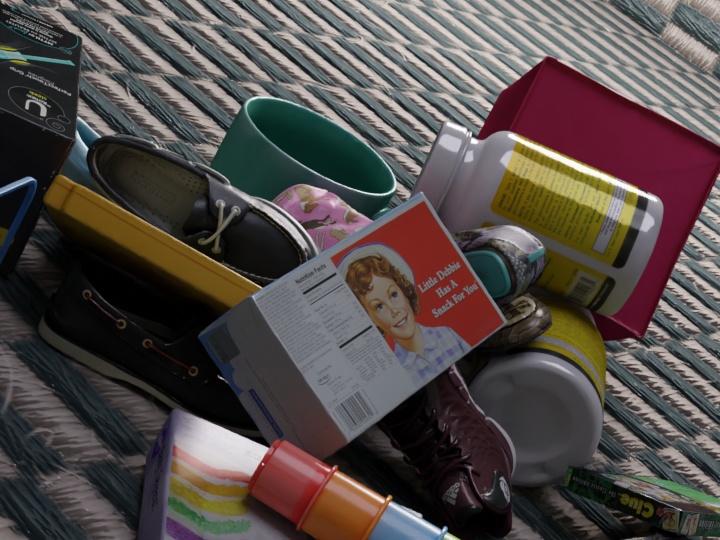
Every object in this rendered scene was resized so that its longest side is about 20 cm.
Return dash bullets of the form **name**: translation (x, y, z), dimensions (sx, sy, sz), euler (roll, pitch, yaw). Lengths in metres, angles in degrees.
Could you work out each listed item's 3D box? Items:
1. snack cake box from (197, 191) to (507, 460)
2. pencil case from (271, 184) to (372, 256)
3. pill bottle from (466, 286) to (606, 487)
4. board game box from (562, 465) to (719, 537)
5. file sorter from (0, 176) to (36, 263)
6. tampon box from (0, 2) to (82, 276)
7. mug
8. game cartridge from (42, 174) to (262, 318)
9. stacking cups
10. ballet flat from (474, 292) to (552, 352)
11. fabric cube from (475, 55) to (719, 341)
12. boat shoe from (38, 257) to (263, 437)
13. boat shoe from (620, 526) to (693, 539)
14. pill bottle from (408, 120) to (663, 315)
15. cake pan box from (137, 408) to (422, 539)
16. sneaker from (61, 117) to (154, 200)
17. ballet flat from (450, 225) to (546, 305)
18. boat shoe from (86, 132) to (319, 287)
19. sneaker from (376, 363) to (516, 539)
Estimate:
- **snack cake box**: translation (-0.001, 0.039, 1.216), dimensions (0.200, 0.067, 0.115), euler (-32, 87, -47)
- **pencil case**: translation (0.000, 0.000, 1.404), dimensions (0.086, 0.083, 0.200), euler (-20, 34, -36)
- **pill bottle**: translation (0.148, 0.090, 1.496), dimensions (0.114, 0.114, 0.200), euler (30, 22, -2)
- **board game box**: translation (0.253, 0.190, 1.443), dimensions (0.105, 0.023, 0.200), euler (16, 0, 35)
- **file sorter**: translation (-0.335, -0.051, 1.168), dimensions (0.200, 0.123, 0.139), euler (33, 21, 7)
- **tampon box**: translation (-0.303, -0.116, 1.345), dimensions (0.150, 0.126, 0.200), euler (23, 23, -18)
- **mug**: translation (-0.053, -0.054, 1.553), dimensions (0.152, 0.114, 0.185), euler (12, 29, -41)
- **game cartridge**: translation (-0.145, -0.007, 1.320), dimensions (0.176, 0.032, 0.200), euler (30, -9, -2)
- **stacking cups**: translation (0.023, 0.171, 1.097), dimensions (0.200, 0.061, 0.061), euler (30, 21, 3)
- **ballet flat**: translation (0.105, 0.025, 1.469), dimensions (0.200, 0.067, 0.046), euler (-133, -156, -76)
- **fabric cube**: translation (0.196, -0.059, 1.684), dimensions (0.200, 0.196, 0.199), euler (28, -8, -5)
- **boat shoe**: translation (-0.128, 0.058, 1.282), dimensions (0.201, 0.063, 0.074), euler (27, 20, -11)
- **boat shoe**: translation (0.227, 0.225, 1.354), dimensions (0.200, 0.073, 0.065), euler (5, 37, -47)
- **pill bottle**: translation (0.145, -0.049, 1.517), dimensions (0.200, 0.112, 0.112), euler (24, 21, -2)
- **cake pan box**: translation (-0.043, 0.186, 1.122), dimensions (0.200, 0.052, 0.184), euler (26, 24, -13)
- **sneaker**: translation (-0.172, -0.057, 1.448), dimensions (0.200, 0.082, 0.074), euler (28, 22, -5)
- **ballet flat**: translation (0.077, 0.000, 1.438), dimensions (0.072, 0.072, 0.200), euler (14, -12, -36)
- **boat shoe**: translation (-0.125, -0.041, 1.375), dimensions (0.200, 0.076, 0.060), euler (26, 1, 11)
- **sneaker**: translation (0.056, 0.125, 1.303), dimensions (0.200, 0.076, 0.116), euler (42, 22, -30)
